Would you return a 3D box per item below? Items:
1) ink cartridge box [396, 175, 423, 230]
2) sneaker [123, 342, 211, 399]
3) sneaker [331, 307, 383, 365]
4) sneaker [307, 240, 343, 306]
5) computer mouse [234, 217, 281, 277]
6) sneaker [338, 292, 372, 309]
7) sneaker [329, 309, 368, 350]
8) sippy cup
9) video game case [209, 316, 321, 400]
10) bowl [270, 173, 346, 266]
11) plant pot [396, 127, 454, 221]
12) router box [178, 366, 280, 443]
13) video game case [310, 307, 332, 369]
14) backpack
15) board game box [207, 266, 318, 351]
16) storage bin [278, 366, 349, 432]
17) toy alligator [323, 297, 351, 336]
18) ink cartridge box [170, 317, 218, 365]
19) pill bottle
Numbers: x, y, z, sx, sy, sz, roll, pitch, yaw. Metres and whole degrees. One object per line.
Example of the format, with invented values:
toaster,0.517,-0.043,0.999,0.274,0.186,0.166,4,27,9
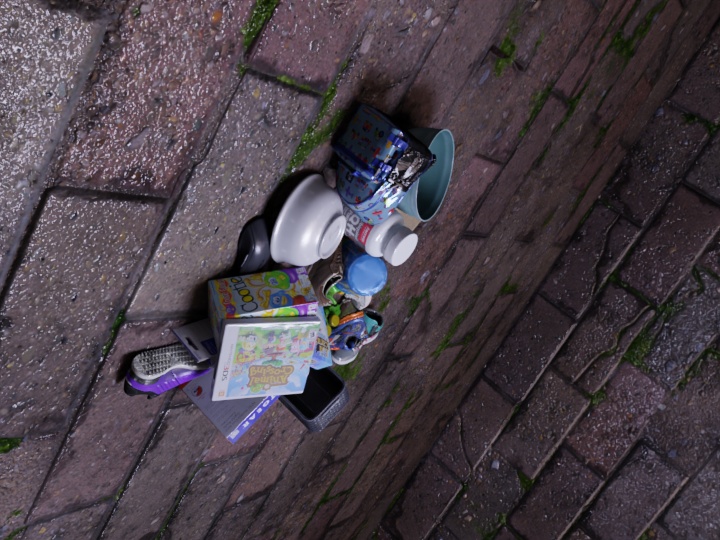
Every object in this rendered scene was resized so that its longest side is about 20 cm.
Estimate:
ink cartridge box,0.101,-0.166,1.767,0.200,0.075,0.165,-50,154,-3
sneaker,-0.388,0.206,1.451,0.199,0.070,0.100,-1,132,-54
sneaker,-0.002,0.173,2.030,0.200,0.083,0.121,-40,159,-41
sneaker,-0.064,-0.010,1.627,0.071,0.075,0.202,61,46,-64
computer mouse,-0.196,-0.019,1.488,0.140,0.046,0.202,-17,139,-48
sneaker,-0.028,0.035,1.830,0.082,0.078,0.201,-38,143,-16
sneaker,-0.056,0.183,1.919,0.200,0.079,0.075,-39,161,35
sippy cup,0.000,0.000,1.686,0.138,0.130,0.180,14,96,-17
video game case,-0.188,0.173,1.439,0.198,0.022,0.184,0,121,-29
bowl,-0.091,-0.086,1.480,0.202,0.090,0.202,-53,161,-27
plant pot,0.106,-0.222,1.598,0.200,0.133,0.202,-46,145,-47
router box,-0.262,0.231,1.555,0.200,0.179,0.049,-45,155,-14
video game case,-0.129,0.116,1.641,0.045,0.184,0.200,-14,161,16
backpack,0.023,-0.205,1.461,0.134,0.183,0.201,20,113,-45
board game box,-0.197,0.076,1.457,0.197,0.104,0.106,-9,138,-20
storage bin,-0.137,0.284,1.812,0.135,0.199,0.094,-43,154,-17
toy alligator,-0.086,0.112,1.853,0.201,0.059,0.055,-53,126,-37
ink cartridge box,-0.286,0.137,1.486,0.199,0.095,0.037,-15,142,-53
pill bottle,0.026,-0.100,1.576,0.110,0.199,0.111,-37,151,-25
